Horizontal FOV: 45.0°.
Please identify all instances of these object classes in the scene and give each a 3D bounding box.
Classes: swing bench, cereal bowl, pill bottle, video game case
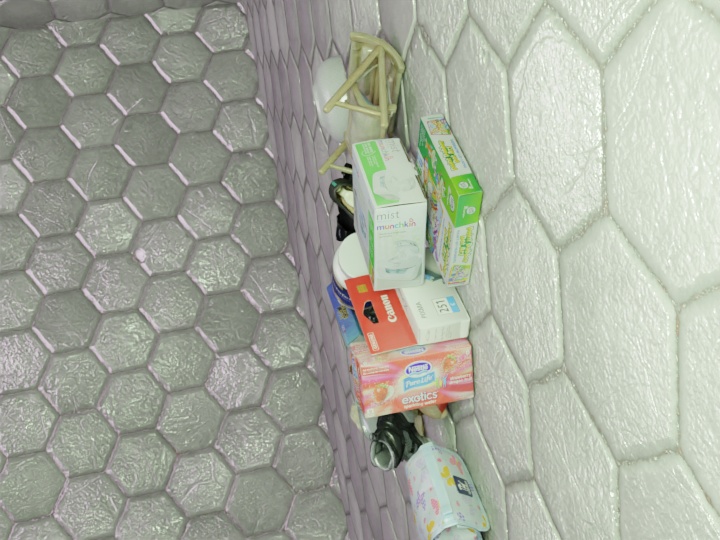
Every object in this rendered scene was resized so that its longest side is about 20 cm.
[{"bbox_3d":[0.010,-0.300,1.643,0.200,0.128,0.203,97,-170,-60],"label":"swing bench"},{"bbox_3d":[-0.062,-0.387,2.000,0.200,0.082,0.204,167,90,-90],"label":"cereal bowl"},{"bbox_3d":[0.000,0.000,1.737,0.200,0.114,0.118,97,160,-73],"label":"pill bottle"},{"bbox_3d":[0.016,0.130,1.979,0.181,0.045,0.201,36,-159,-38],"label":"video game case"}]

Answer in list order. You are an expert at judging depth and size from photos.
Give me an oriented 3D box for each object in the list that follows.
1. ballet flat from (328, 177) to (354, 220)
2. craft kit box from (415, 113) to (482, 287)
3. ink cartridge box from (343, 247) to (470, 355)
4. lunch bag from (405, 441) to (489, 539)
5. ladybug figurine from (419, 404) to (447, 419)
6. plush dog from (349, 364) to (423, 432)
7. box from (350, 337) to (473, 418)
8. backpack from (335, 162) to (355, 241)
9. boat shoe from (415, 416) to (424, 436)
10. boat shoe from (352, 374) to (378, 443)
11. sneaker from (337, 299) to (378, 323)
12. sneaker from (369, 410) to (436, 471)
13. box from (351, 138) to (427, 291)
[{"bbox_3d":[0.019,-0.106,1.701,0.068,0.199,0.068,-55,7,2],"label":"ballet flat"},{"bbox_3d":[0.137,-0.113,1.412,0.202,0.048,0.199,91,162,-46],"label":"craft kit box"},{"bbox_3d":[0.076,0.048,1.512,0.201,0.173,0.045,-112,17,-47],"label":"ink cartridge box"},{"bbox_3d":[0.156,0.432,1.580,0.202,0.125,0.171,76,176,-46],"label":"lunch bag"},{"bbox_3d":[0.098,0.192,1.634,0.200,0.072,0.136,47,178,10],"label":"ladybug figurine"},{"bbox_3d":[0.071,0.225,1.805,0.159,0.198,0.174,-25,83,44],"label":"plush dog"},{"bbox_3d":[0.088,0.171,1.496,0.095,0.196,0.104,-123,26,-67],"label":"box"},{"bbox_3d":[0.011,-0.124,1.843,0.200,0.124,0.170,129,142,-77],"label":"backpack"},{"bbox_3d":[0.110,0.387,1.919,0.074,0.068,0.204,129,130,-76],"label":"boat shoe"},{"bbox_3d":[0.013,0.242,1.711,0.071,0.069,0.205,2,-98,-65],"label":"boat shoe"},{"bbox_3d":[0.031,0.045,1.946,0.114,0.200,0.075,43,129,-4],"label":"sneaker"},{"bbox_3d":[0.081,0.352,1.666,0.075,0.114,0.201,-11,121,43],"label":"sneaker"},{"bbox_3d":[0.050,-0.100,1.514,0.202,0.095,0.179,-107,11,-48],"label":"box"}]
